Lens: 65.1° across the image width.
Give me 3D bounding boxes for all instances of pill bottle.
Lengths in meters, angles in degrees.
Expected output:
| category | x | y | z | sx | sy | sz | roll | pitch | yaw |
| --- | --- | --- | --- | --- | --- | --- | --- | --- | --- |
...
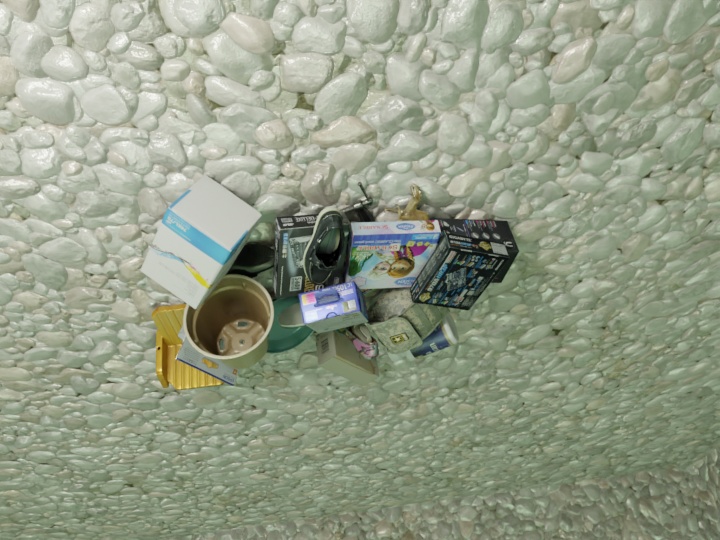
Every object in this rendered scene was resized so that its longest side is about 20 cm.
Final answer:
| category | x | y | z | sx | sy | sz | roll | pitch | yaw |
| --- | --- | --- | --- | --- | --- | --- | --- | --- | --- |
| pill bottle | 0.173 | 0.191 | 1.626 | 0.199 | 0.112 | 0.111 | -24 | 138 | 16 |

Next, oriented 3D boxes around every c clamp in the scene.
| category | x | y | z | sx | sy | sz | roll | pitch | yaw |
| --- | --- | --- | --- | --- | --- | --- | --- | --- | --- |
| c clamp | -0.052 | -0.114 | 1.291 | 0.199 | 0.027 | 0.171 | -24 | 143 | 15 |

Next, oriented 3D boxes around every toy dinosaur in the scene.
| category | x | y | z | sx | sy | sz | roll | pitch | yaw |
| --- | --- | --- | --- | --- | --- | --- | --- | --- | --- |
| toy dinosaur | 0.108 | -0.105 | 1.304 | 0.100 | 0.058 | 0.201 | -10 | 140 | -2 |

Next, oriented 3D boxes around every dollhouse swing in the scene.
| category | x | y | z | sx | sy | sz | roll | pitch | yaw |
| --- | --- | --- | --- | --- | --- | --- | --- | --- | --- |
| dollhouse swing | -0.443 | 0.201 | 1.480 | 0.198 | 0.183 | 0.176 | -6 | 158 | -4 |

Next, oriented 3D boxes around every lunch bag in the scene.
| category | x | y | z | sx | sy | sz | roll | pitch | yaw |
| --- | --- | --- | --- | --- | --- | --- | --- | --- | --- |
| lunch bag | 0.116 | 0.116 | 1.464 | 0.200 | 0.117 | 0.164 | -46 | 138 | -9 |

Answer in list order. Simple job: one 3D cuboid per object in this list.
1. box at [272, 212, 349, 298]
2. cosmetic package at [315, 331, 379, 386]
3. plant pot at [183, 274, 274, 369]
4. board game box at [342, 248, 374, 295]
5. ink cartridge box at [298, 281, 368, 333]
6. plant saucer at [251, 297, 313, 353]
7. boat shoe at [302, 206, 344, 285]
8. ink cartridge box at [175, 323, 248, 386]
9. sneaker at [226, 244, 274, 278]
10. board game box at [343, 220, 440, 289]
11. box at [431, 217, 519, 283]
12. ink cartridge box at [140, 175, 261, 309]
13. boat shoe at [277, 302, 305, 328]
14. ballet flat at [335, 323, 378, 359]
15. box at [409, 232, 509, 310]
| category | x | y | z | sx | sy | sz | roll | pitch | yaw |
| --- | --- | --- | --- | --- | --- | --- | --- | --- | --- |
| box | -0.115 | -0.033 | 1.272 | 0.157 | 0.050 | 0.201 | -6 | 132 | -19 |
| cosmetic package | -0.038 | 0.257 | 1.668 | 0.073 | 0.104 | 0.200 | -34 | 136 | 26 |
| plant pot | -0.290 | 0.139 | 1.319 | 0.199 | 0.202 | 0.184 | -7 | 153 | -4 |
| board game box | 0.000 | 0.000 | 1.407 | 0.199 | 0.045 | 0.134 | -33 | 137 | 29 |
| ink cartridge box | -0.061 | 0.086 | 1.319 | 0.135 | 0.077 | 0.200 | -13 | 167 | 5 |
| plant saucer | -0.205 | 0.135 | 1.503 | 0.199 | 0.036 | 0.201 | -19 | 134 | -20 |
| boat shoe | -0.072 | -0.035 | 1.206 | 0.074 | 0.066 | 0.200 | 2 | 129 | -27 |
| ink cartridge box | -0.360 | 0.165 | 1.430 | 0.040 | 0.201 | 0.199 | 3 | 153 | 40 |
| sneaker | -0.276 | 0.004 | 1.344 | 0.198 | 0.077 | 0.114 | -17 | 142 | 13 |
| board game box | 0.067 | -0.032 | 1.305 | 0.198 | 0.041 | 0.200 | -3 | 142 | -9 |
| box | 0.260 | -0.047 | 1.366 | 0.198 | 0.107 | 0.123 | 0 | 140 | -13 |
| ink cartridge box | -0.330 | -0.056 | 1.167 | 0.146 | 0.147 | 0.200 | 35 | 128 | -7 |
| boat shoe | -0.122 | 0.119 | 1.466 | 0.199 | 0.073 | 0.062 | -18 | 141 | -29 |
| ballet flat | -0.014 | 0.158 | 1.513 | 0.069 | 0.200 | 0.072 | -9 | 124 | -36 |
| box | 0.225 | 0.009 | 1.304 | 0.158 | 0.046 | 0.201 | 8 | 136 | -19 |
